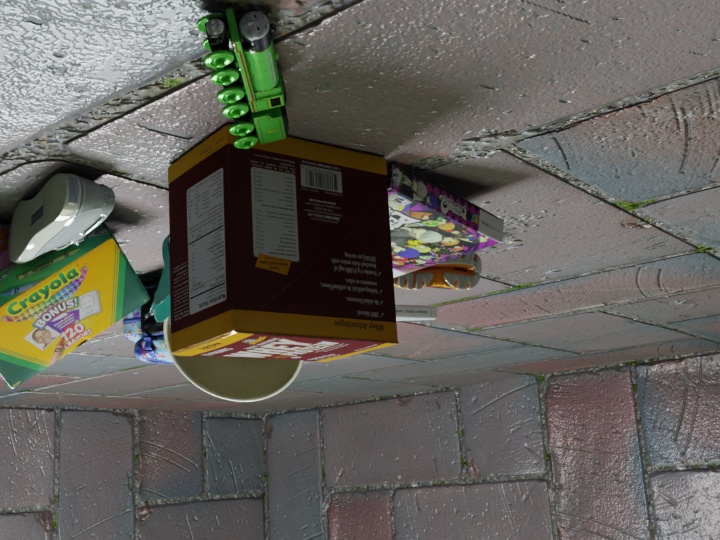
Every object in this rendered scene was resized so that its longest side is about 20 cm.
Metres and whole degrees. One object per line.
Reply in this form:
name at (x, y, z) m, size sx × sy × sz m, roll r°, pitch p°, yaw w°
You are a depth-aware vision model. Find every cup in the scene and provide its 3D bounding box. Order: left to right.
cup at (-0.162, 0.064, 1.290) m, size 0.199 × 0.202 × 0.143 m, roll -7°, pitch -156°, yaw 12°

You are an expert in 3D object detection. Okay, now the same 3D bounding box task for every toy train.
toy train at (-0.089, -0.150, 0.728) m, size 0.056 × 0.042 × 0.200 m, roll -13°, pitch 167°, yaw -4°

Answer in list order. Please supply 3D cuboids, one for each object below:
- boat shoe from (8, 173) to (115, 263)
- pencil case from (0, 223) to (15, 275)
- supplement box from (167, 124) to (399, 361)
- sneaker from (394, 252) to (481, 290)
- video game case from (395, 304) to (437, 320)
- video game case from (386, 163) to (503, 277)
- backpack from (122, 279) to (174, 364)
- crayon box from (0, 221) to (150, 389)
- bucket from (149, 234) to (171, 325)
boat shoe at (-0.334, -0.051, 1.003) m, size 0.071 × 0.071 × 0.200 m, roll 10°, pitch 160°, yaw -38°
pencil case at (-0.405, -0.009, 1.130) m, size 0.087 × 0.088 × 0.199 m, roll -16°, pitch 163°, yaw 41°
supplement box at (-0.080, -0.017, 0.929) m, size 0.196 × 0.202 × 0.132 m, roll 7°, pitch 163°, yaw -36°
sneaker at (0.077, -0.010, 1.280) m, size 0.199 × 0.079 × 0.077 m, roll 14°, pitch 179°, yaw -33°
video game case at (-0.008, 0.066, 1.404) m, size 0.181 × 0.024 × 0.200 m, roll 3°, pitch 175°, yaw -27°
video game case at (0.040, -0.053, 1.092) m, size 0.180 × 0.036 × 0.199 m, roll 22°, pitch 154°, yaw -35°
backpack at (-0.294, 0.084, 1.437) m, size 0.199 × 0.136 × 0.182 m, roll -9°, pitch 165°, yaw 33°
crayon box at (-0.369, 0.037, 1.085) m, size 0.199 × 0.058 × 0.119 m, roll -35°, pitch 139°, yaw -15°
bucket at (-0.143, 0.009, 1.082) m, size 0.205 × 0.136 × 0.207 m, roll 10°, pitch 162°, yaw 3°
